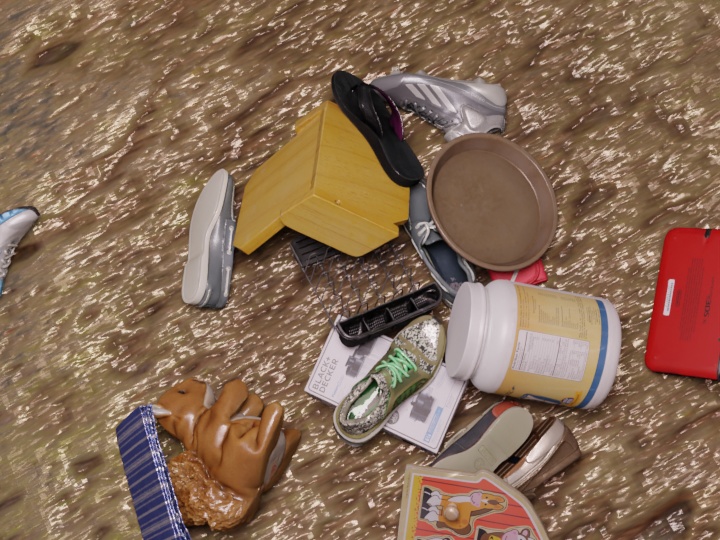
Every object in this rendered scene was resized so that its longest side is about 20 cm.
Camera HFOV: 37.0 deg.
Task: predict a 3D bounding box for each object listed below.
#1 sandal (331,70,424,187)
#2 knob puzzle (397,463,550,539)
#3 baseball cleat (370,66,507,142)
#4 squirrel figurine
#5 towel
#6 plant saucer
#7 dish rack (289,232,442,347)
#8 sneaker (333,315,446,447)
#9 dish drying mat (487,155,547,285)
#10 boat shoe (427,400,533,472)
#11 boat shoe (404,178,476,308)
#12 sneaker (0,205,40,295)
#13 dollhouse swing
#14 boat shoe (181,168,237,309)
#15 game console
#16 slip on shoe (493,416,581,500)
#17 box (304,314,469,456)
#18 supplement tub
[{"bbox_3d":[0.031,-0.205,1.472,0.202,0.075,0.048,56,132,19],"label":"sandal"},{"bbox_3d":[0.145,0.343,1.364,0.216,0.031,0.223,3,112,8],"label":"knob puzzle"},{"bbox_3d":[0.107,-0.226,1.519,0.196,0.070,0.108,3,78,7],"label":"baseball cleat"},{"bbox_3d":[-0.202,0.238,1.422,0.184,0.142,0.202,22,79,16],"label":"squirrel figurine"},{"bbox_3d":[-0.275,0.288,1.424,0.024,0.145,0.203,-10,75,-32],"label":"towel"},{"bbox_3d":[0.177,-0.091,1.469,0.197,0.029,0.203,7,69,-19],"label":"plant saucer"},{"bbox_3d":[0.000,0.000,1.456,0.152,0.055,0.201,-20,63,-21],"label":"dish rack"},{"bbox_3d":[0.040,0.139,1.378,0.077,0.089,0.201,38,83,11],"label":"sneaker"},{"bbox_3d":[0.192,-0.067,1.505,0.076,0.018,0.203,-20,77,2],"label":"dish drying mat"},{"bbox_3d":[0.140,0.245,1.414,0.199,0.062,0.071,-41,107,-9],"label":"boat shoe"},{"bbox_3d":[0.107,-0.046,1.478,0.072,0.062,0.202,-22,77,0],"label":"boat shoe"},{"bbox_3d":[-0.526,-0.009,1.540,0.199,0.075,0.087,-41,85,4],"label":"sneaker"},{"bbox_3d":[-0.052,-0.093,1.478,0.180,0.176,0.202,24,41,-18],"label":"dollhouse swing"},{"bbox_3d":[-0.203,-0.042,1.526,0.061,0.072,0.203,21,69,-34],"label":"boat shoe"},{"bbox_3d":[0.494,0.057,1.451,0.170,0.118,0.203,4,76,38],"label":"game console"},{"bbox_3d":[0.205,0.280,1.410,0.200,0.076,0.061,-44,95,-9],"label":"slip on shoe"},{"bbox_3d":[0.036,0.155,1.452,0.198,0.060,0.118,25,81,10],"label":"box"},{"bbox_3d":[0.219,0.092,1.386,0.197,0.145,0.147,10,79,-7],"label":"supplement tub"}]
